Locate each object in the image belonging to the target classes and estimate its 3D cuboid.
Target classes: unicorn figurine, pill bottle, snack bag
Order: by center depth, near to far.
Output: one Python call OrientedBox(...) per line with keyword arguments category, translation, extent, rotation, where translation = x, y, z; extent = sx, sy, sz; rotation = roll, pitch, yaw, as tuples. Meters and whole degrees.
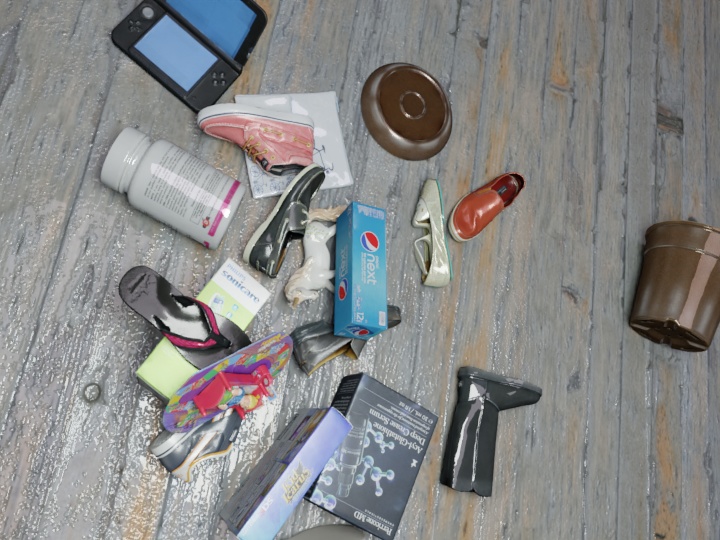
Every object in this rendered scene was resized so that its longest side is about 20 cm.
OrientedBox(category="pill bottle", translation=(-0.285, -0.128, 0.938), extent=(0.197, 0.113, 0.116), rotation=(29, 69, -12))
OrientedBox(category="unicorn figurine", translation=(-0.064, -0.012, 1.024), extent=(0.133, 0.074, 0.205), rotation=(2, 61, -19))
OrientedBox(category="snack bag", translation=(-0.112, -0.225, 1.076), extent=(0.195, 0.021, 0.194), rotation=(-8, 80, -22))

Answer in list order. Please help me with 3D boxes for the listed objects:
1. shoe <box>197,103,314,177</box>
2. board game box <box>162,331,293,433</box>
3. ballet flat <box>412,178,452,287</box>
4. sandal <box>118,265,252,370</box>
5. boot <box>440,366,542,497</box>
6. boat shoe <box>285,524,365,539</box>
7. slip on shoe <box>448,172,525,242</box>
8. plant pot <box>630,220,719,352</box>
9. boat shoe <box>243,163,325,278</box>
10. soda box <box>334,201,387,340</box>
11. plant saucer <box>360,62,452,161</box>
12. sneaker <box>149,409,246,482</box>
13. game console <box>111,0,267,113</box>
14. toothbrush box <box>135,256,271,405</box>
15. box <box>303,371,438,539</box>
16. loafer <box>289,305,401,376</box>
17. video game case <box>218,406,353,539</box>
OrientedBox(category="shoe", translation=(-0.168, -0.210, 1.003), extent=(0.194, 0.071, 0.094), rotation=(1, 75, -21))
OrientedBox(category="board game box", translation=(-0.161, 0.163, 0.807), extent=(0.197, 0.160, 0.039), rotation=(-26, 63, -33))
OrientedBox(category="ballet flat", translation=(0.124, -0.071, 1.106), extent=(0.060, 0.067, 0.206), rotation=(-6, 79, -11))
OrientedBox(category="sandal", translation=(-0.228, 0.066, 0.792), extent=(0.198, 0.045, 0.076), rotation=(37, 68, -7))
OrientedBox(category="boot", translation=(0.230, 0.287, 1.057), extent=(0.160, 0.066, 0.205), rotation=(14, 70, -8))
OrientedBox(category="boat shoe", translation=(-0.083, 0.452, 0.909), extent=(0.195, 0.074, 0.096), rotation=(-4, 99, -25))
OrientedBox(category="slip on shoe", translation=(0.242, -0.127, 1.164), extent=(0.198, 0.061, 0.075), rotation=(-37, 93, -22))
OrientedBox(category="plant pot", translation=(0.640, 0.039, 1.211), extent=(0.197, 0.200, 0.202), rotation=(28, 76, -12))
OrientedBox(category="boat shoe", translation=(-0.111, -0.082, 1.002), extent=(0.067, 0.072, 0.203), rotation=(30, 80, 14))
OrientedBox(category="soda box", translation=(0.000, 0.000, 0.967), extent=(0.063, 0.068, 0.206), rotation=(12, 64, -24))
OrientedBox(category="plant saucer", translation=(0.096, -0.312, 1.170), extent=(0.194, 0.032, 0.206), rotation=(5, 75, -18))
OrientedBox(category="sneaker", translation=(-0.210, 0.221, 0.904), extent=(0.199, 0.078, 0.080), rotation=(-42, 105, -29))
OrientedBox(category="game console", translation=(-0.282, -0.398, 1.001), extent=(0.199, 0.118, 0.172), rotation=(38, 67, -7))
OrientedBox(category="toothbrush box", translation=(-0.229, 0.099, 0.888), extent=(0.086, 0.145, 0.202), rotation=(39, 68, -6))
OrientedBox(category="box", translation=(0.009, 0.287, 0.954), extent=(0.146, 0.107, 0.204), rotation=(29, 70, -12))
OrientedBox(category="loafer", translation=(-0.017, 0.113, 0.998), extent=(0.195, 0.073, 0.074), rotation=(-18, 65, -14))
OrientedBox(category="video game case", translation=(-0.110, 0.288, 0.867), extent=(0.045, 0.181, 0.201), rotation=(42, 67, -6))
